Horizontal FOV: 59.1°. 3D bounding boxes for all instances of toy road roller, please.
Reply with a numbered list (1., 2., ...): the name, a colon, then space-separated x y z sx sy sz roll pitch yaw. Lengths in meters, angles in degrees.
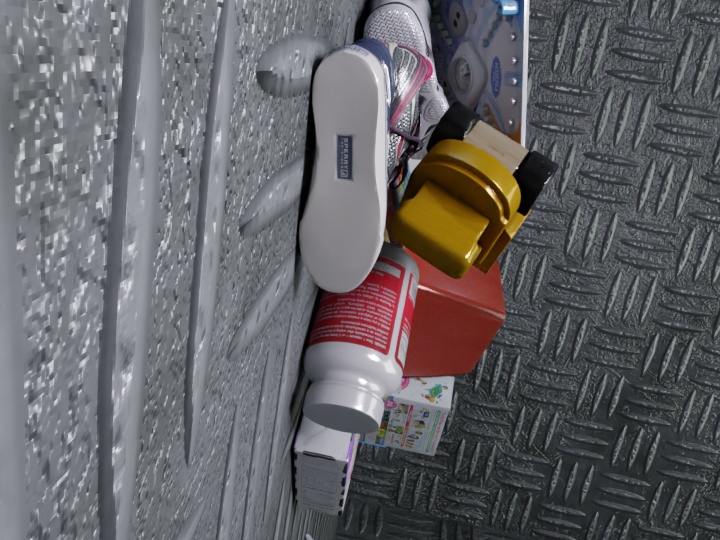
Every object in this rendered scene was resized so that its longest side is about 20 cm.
1. toy road roller: 0.090 -0.052 0.636 0.146 0.122 0.200 -51 170 -25

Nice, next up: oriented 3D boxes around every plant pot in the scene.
1. plant pot: 0.112 0.048 0.982 0.201 0.175 0.201 -84 -167 -50

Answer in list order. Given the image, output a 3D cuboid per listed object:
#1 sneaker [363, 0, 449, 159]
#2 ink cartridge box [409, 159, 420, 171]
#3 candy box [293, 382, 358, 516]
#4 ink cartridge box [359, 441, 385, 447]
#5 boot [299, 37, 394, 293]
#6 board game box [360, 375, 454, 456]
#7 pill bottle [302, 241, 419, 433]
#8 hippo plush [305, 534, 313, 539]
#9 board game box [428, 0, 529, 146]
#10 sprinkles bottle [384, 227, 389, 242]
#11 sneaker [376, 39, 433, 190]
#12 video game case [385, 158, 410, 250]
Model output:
1. sneaker: 0.057 -0.226 0.707 0.201 0.074 0.116 64 25 -49
2. ink cartridge box: 0.109 -0.201 1.042 0.201 0.143 0.085 -92 180 -57
3. candy box: -0.037 0.216 0.869 0.201 0.071 0.169 95 7 -51
4. ink cartridge box: 0.014 0.235 1.279 0.129 0.124 0.201 -74 174 -50
5. boot: -0.002 -0.086 0.529 0.090 0.072 0.202 -60 161 -60
6. board game box: 0.038 0.216 1.023 0.148 0.198 0.065 98 6 -45
7. pill bottle: -0.001 0.074 0.720 0.113 0.111 0.201 95 8 -58
8. hippo plush: -0.046 0.574 1.099 0.161 0.158 0.202 95 8 -63
9. board game box: 0.113 -0.217 0.707 0.200 0.026 0.202 -142 -137 -58
10. sprinkles bottle: 0.000 0.000 0.850 0.068 0.068 0.202 -72 172 -60
11. sneaker: 0.021 -0.113 0.612 0.081 0.074 0.202 -134 -130 -58
12. video game case: 0.031 -0.145 0.752 0.143 0.017 0.201 -73 151 -55
